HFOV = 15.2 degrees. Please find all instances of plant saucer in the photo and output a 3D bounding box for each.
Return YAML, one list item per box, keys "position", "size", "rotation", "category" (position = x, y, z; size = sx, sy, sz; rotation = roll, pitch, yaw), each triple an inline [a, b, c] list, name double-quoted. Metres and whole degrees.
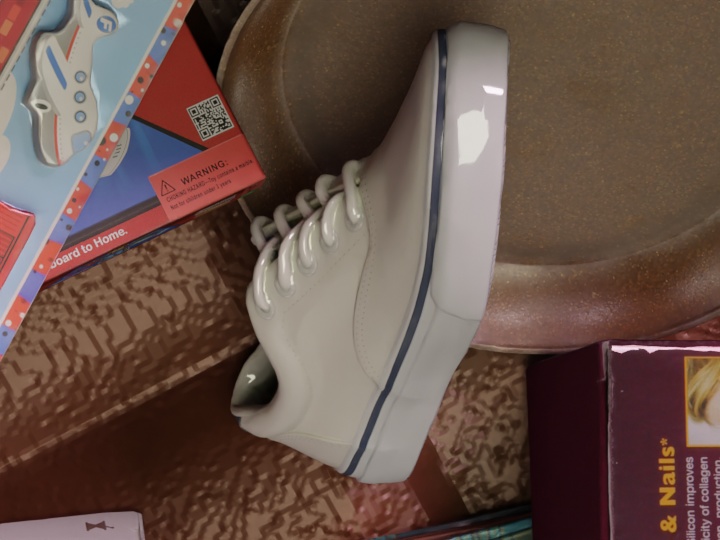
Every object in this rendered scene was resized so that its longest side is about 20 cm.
- position: [0.054, -0.050, 0.854]
  size: [0.200, 0.032, 0.200]
  rotation: [5, 136, 5]
  category: "plant saucer"

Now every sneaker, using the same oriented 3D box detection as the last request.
- position: [0.000, 0.000, 0.840]
  size: [0.071, 0.073, 0.200]
  rotation: [9, 137, -6]
  category: "sneaker"

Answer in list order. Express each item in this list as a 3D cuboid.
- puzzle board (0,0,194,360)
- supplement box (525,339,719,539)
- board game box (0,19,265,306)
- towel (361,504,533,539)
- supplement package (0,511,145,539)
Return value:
- position: [-0.155, -0.032, 0.769]
  size: [0.151, 0.017, 0.200]
  rotation: [30, 84, -21]
  category: "puzzle board"
- position: [0.163, 0.081, 0.911]
  size: [0.200, 0.086, 0.111]
  rotation: [0, 83, -14]
  category: "supplement box"
- position: [-0.139, -0.030, 0.809]
  size: [0.200, 0.019, 0.103]
  rotation: [-26, 84, -16]
  category: "board game box"
- position: [0.069, 0.175, 0.986]
  size: [0.146, 0.022, 0.200]
  rotation: [-13, 113, -6]
  category: "towel"
- position: [-0.132, 0.173, 0.847]
  size: [0.155, 0.200, 0.111]
  rotation: [-5, 111, -9]
  category: "supplement package"
